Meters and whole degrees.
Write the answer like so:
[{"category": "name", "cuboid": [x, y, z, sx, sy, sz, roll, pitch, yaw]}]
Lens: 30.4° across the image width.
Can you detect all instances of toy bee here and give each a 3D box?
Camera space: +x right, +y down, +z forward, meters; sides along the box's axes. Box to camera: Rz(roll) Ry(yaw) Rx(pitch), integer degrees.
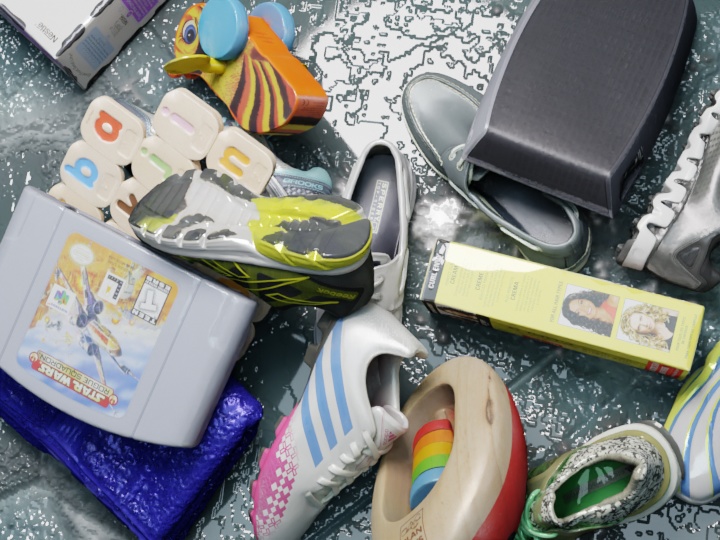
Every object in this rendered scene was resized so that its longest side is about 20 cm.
[{"category": "toy bee", "cuboid": [-0.100, -0.170, 1.035, 0.109, 0.130, 0.202, -47, 41, 35]}]

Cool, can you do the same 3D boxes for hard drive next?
[{"category": "hard drive", "cuboid": [0.168, -0.147, 0.987, 0.133, 0.043, 0.202, 22, 63, 12]}]

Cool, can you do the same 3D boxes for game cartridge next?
[{"category": "game cartridge", "cuboid": [-0.185, 0.040, 0.962, 0.198, 0.042, 0.135, 25, 90, 12]}]

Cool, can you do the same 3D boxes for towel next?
[{"category": "towel", "cuboid": [-0.184, 0.100, 0.997, 0.199, 0.049, 0.149, 38, 103, 11]}]

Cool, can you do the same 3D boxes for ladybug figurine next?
[{"category": "ladybug figurine", "cuboid": [0.066, 0.146, 0.915, 0.072, 0.201, 0.136, 34, 123, -16]}]

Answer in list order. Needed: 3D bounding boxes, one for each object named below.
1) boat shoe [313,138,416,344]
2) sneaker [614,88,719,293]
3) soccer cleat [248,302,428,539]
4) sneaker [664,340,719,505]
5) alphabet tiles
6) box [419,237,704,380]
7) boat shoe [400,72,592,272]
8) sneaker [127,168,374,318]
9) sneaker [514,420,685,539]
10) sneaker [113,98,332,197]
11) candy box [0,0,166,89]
[{"category": "boat shoe", "cuboid": [0.000, 0.000, 1.000, 0.072, 0.065, 0.203, 3, 79, 9]}, {"category": "sneaker", "cuboid": [0.274, -0.070, 0.975, 0.090, 0.066, 0.202, 32, 88, 11]}, {"category": "soccer cleat", "cuboid": [-0.016, 0.123, 0.948, 0.086, 0.070, 0.203, 27, 104, 26]}, {"category": "sneaker", "cuboid": [0.276, 0.070, 0.922, 0.075, 0.105, 0.201, 32, 84, 14]}, {"category": "alphabet tiles", "cuboid": [-0.143, -0.031, 1.000, 0.194, 0.015, 0.201, 35, 116, 5]}, {"category": "box", "cuboid": [0.146, 0.028, 0.968, 0.197, 0.075, 0.051, 14, 83, 10]}, {"category": "boat shoe", "cuboid": [0.101, -0.081, 1.003, 0.073, 0.062, 0.201, -40, 75, 1]}, {"category": "sneaker", "cuboid": [-0.078, -0.011, 0.935, 0.198, 0.085, 0.075, 13, 50, 28]}, {"category": "sneaker", "cuboid": [0.127, 0.166, 0.925, 0.199, 0.088, 0.078, -34, 71, 15]}, {"category": "sneaker", "cuboid": [-0.111, -0.085, 1.041, 0.198, 0.078, 0.087, 32, 72, 7]}, {"category": "candy box", "cuboid": [-0.226, -0.283, 1.091, 0.167, 0.072, 0.200, 41, 86, 14]}]
